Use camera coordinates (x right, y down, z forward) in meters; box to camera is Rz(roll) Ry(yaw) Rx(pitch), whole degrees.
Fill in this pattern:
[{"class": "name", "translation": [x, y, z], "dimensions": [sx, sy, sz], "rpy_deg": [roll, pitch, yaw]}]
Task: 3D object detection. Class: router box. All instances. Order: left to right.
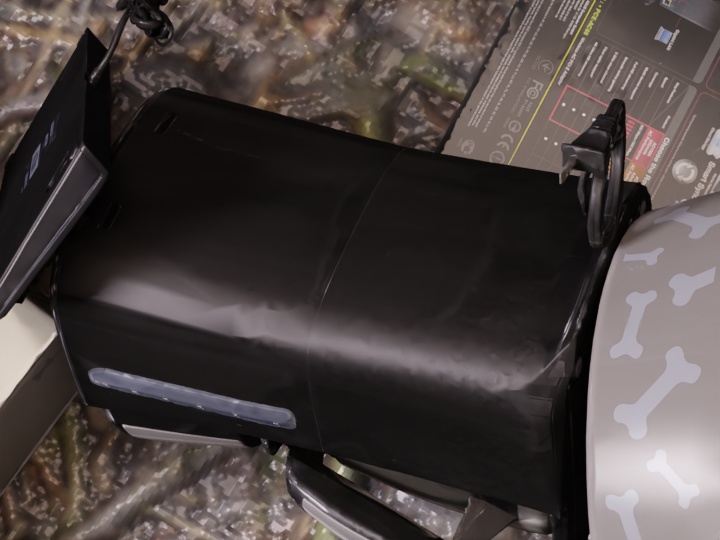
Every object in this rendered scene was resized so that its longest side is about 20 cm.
[{"class": "router box", "translation": [0.130, -0.072, 0.810], "dimensions": [0.150, 0.062, 0.200], "rpy_deg": [28, 83, 6]}]

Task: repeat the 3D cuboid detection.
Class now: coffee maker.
[{"class": "coffee maker", "translation": [0.000, 0.000, 0.728], "dimensions": [0.200, 0.135, 0.192], "rpy_deg": [13, 119, 17]}]

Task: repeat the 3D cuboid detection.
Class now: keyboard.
[{"class": "keyboard", "translation": [-0.104, -0.058, 0.748], "dimensions": [0.021, 0.200, 0.127], "rpy_deg": [29, 102, -16]}]

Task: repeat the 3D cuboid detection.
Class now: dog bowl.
[{"class": "dog bowl", "translation": [0.129, 0.065, 0.676], "dimensions": [0.059, 0.200, 0.201], "rpy_deg": [-3, 80, 23]}]

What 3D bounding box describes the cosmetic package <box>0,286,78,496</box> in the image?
[{"class": "cosmetic package", "translation": [-0.210, 0.002, 0.792], "dimensions": [0.200, 0.103, 0.087], "rpy_deg": [35, 86, 9]}]
